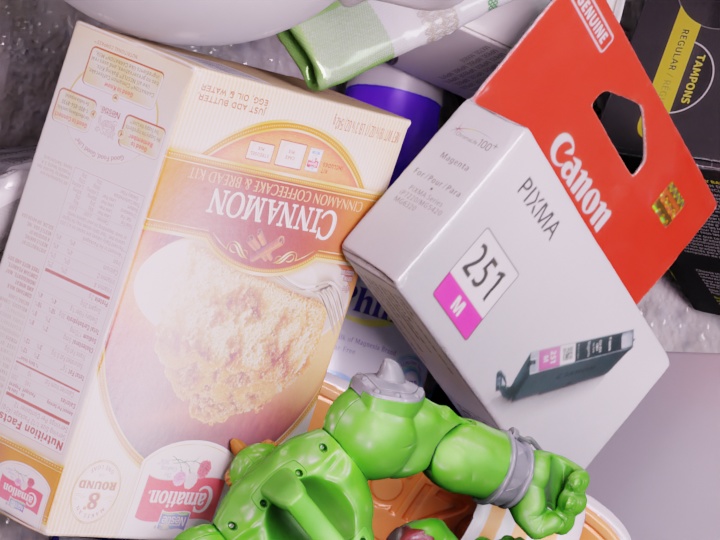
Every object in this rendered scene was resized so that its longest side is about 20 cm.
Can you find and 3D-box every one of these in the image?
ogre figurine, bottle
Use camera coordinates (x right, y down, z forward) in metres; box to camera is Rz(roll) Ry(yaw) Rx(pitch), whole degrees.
[{"bbox_3d":[-0.006,0.121,1.178,0.200,0.098,0.120,-33,114,10],"label":"ogre figurine"},{"bbox_3d":[0.000,0.000,1.348,0.083,0.065,0.201,19,78,-36],"label":"bottle"}]

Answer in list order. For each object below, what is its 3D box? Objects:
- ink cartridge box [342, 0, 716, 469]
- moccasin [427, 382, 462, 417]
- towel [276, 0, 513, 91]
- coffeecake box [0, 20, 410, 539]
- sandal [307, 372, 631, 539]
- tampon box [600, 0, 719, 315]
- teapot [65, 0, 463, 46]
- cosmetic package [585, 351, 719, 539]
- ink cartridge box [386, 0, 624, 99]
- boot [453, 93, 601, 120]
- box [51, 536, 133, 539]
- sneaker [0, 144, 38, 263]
[{"bbox_3d":[0.096,-0.013,1.290,0.174,0.044,0.200,-49,139,-11],"label":"ink cartridge box"},{"bbox_3d":[0.089,0.046,1.397,0.080,0.068,0.201,21,93,-34],"label":"moccasin"},{"bbox_3d":[0.023,-0.177,1.228,0.200,0.031,0.149,-29,76,-26],"label":"towel"},{"bbox_3d":[-0.078,0.010,1.198,0.153,0.073,0.201,9,101,-54],"label":"coffeecake box"},{"bbox_3d":[0.029,0.115,1.278,0.206,0.059,0.079,27,105,-11],"label":"sandal"},{"bbox_3d":[0.225,-0.073,1.474,0.200,0.126,0.150,51,56,-55],"label":"tampon box"},{"bbox_3d":[-0.058,-0.193,1.121,0.199,0.146,0.198,1,68,-13],"label":"teapot"},{"bbox_3d":[0.187,0.142,1.432,0.200,0.199,0.123,45,62,-33],"label":"cosmetic package"},{"bbox_3d":[0.026,-0.177,1.314,0.199,0.083,0.147,23,70,-20],"label":"ink cartridge box"},{"bbox_3d":[0.108,-0.087,1.458,0.200,0.069,0.175,-31,116,-34],"label":"boot"},{"bbox_3d":[-0.055,0.230,1.275,0.200,0.105,0.185,20,76,-40],"label":"box"},{"bbox_3d":[-0.127,-0.017,1.225,0.200,0.075,0.082,-22,104,-41],"label":"sneaker"}]
